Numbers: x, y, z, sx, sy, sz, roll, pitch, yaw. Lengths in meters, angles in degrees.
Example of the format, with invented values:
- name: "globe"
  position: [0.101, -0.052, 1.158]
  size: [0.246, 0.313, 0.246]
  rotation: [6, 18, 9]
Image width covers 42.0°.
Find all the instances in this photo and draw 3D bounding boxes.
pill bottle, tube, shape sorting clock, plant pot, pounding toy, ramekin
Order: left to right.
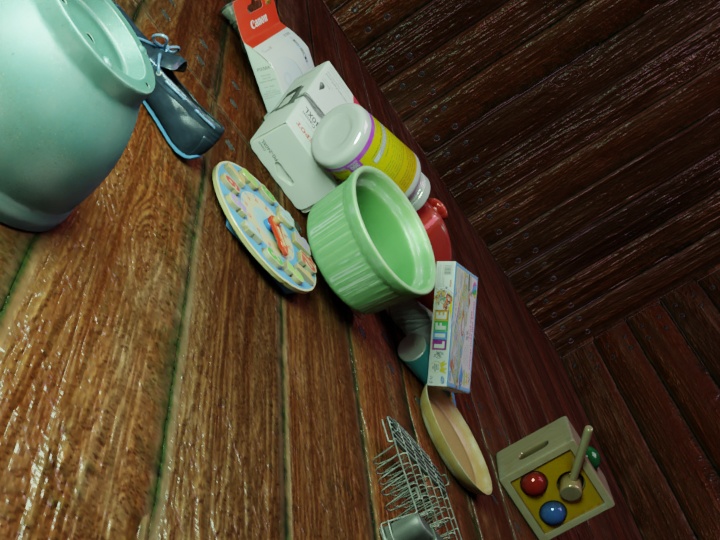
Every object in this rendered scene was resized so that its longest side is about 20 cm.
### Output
- name: "plant pot"
  position: [-0.243, -0.149, 0.713]
  size: [0.201, 0.134, 0.201]
  rotation: [55, 13, -19]
- name: "shape sorting clock"
  position: [-0.119, -0.057, 1.200]
  size: [0.201, 0.039, 0.200]
  rotation: [55, 13, -19]
- name: "ramekin"
  position: [0.013, -0.037, 1.329]
  size: [0.200, 0.097, 0.201]
  rotation: [43, 31, -34]
- name: "pill bottle"
  position: [0.023, -0.160, 1.419]
  size: [0.200, 0.104, 0.105]
  rotation: [34, 27, -44]
- name: "tube"
  position: [0.124, 0.179, 1.590]
  size: [0.200, 0.050, 0.078]
  rotation: [53, 28, -47]
- name: "plant pot"
  position: [0.148, 0.271, 1.497]
  size: [0.201, 0.027, 0.200]
  rotation: [55, 12, -18]
- name: "pounding toy"
  position: [0.369, 0.372, 1.719]
  size: [0.185, 0.199, 0.142]
  rotation: [56, 13, -12]

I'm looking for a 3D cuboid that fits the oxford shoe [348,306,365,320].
- name: "oxford shoe"
  position: [0.000, 0.000, 1.442]
  size: [0.071, 0.074, 0.201]
  rotation: [51, 15, -30]

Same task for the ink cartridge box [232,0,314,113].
- name: "ink cartridge box"
  position: [-0.144, -0.394, 1.650]
  size: [0.160, 0.047, 0.201]
  rotation: [-55, 133, -57]

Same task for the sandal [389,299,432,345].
- name: "sandal"
  position: [0.124, 0.102, 1.678]
  size: [0.207, 0.079, 0.059]
  rotation: [49, 18, -31]

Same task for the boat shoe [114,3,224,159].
- name: "boat shoe"
  position: [-0.229, -0.230, 1.103]
  size: [0.201, 0.068, 0.084]
  rotation: [56, 13, -12]

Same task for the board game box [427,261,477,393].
- name: "board game box"
  position: [0.154, 0.097, 1.553]
  size: [0.134, 0.034, 0.202]
  rotation: [29, 65, -64]

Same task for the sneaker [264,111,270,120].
- name: "sneaker"
  position: [-0.077, -0.201, 1.599]
  size: [0.200, 0.082, 0.074]
  rotation: [52, 15, -27]

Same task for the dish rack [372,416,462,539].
- name: "dish rack"
  position: [0.069, 0.277, 1.122]
  size: [0.154, 0.054, 0.201]
  rotation: [52, 12, -34]

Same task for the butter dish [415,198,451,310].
- name: "butter dish"
  position: [0.086, -0.066, 1.588]
  size: [0.199, 0.148, 0.201]
  rotation: [37, -22, 39]

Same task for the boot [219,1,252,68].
- name: "boot"
  position: [-0.183, -0.432, 1.763]
  size: [0.131, 0.067, 0.200]
  rotation: [61, 13, 13]

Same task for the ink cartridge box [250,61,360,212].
- name: "ink cartridge box"
  position: [-0.070, -0.212, 1.480]
  size: [0.146, 0.083, 0.201]
  rotation: [52, 38, -23]
